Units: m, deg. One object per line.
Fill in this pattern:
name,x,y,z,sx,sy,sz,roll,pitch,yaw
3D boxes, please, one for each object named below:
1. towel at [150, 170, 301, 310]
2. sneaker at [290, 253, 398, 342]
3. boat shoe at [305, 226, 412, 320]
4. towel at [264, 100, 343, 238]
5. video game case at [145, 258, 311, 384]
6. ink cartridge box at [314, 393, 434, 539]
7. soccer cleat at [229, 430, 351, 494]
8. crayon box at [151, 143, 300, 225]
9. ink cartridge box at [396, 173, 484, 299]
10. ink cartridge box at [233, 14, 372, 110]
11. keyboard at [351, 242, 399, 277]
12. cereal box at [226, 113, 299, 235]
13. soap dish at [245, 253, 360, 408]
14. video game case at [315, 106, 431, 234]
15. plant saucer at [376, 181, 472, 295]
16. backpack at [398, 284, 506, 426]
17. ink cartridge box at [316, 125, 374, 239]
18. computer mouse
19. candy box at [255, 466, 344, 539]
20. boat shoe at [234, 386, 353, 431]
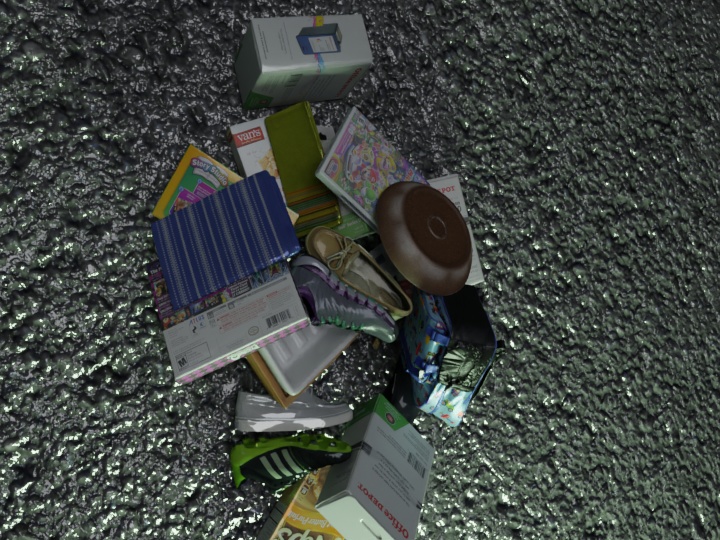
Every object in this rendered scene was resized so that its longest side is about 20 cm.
towel,-0.192,-0.047,0.837,0.195,0.024,0.148,-24,66,-3
sneaker,-0.036,0.067,0.888,0.197,0.074,0.089,35,64,-6
boat shoe,-0.001,0.002,0.920,0.200,0.063,0.074,45,68,-7
towel,-0.094,-0.161,0.950,0.083,0.018,0.207,-16,90,13
video game case,-0.188,0.033,0.828,0.195,0.036,0.185,-24,66,-4
ink cartridge box,0.028,0.324,0.923,0.146,0.083,0.201,47,33,-11
soccer cleat,-0.105,0.293,0.895,0.193,0.067,0.084,-5,91,13
crayon box,-0.204,-0.087,0.906,0.197,0.058,0.121,32,90,-10
ink cartridge box,0.128,-0.058,1.071,0.142,0.084,0.207,-14,87,-25
ink cartridge box,-0.096,-0.342,0.969,0.194,0.145,0.091,-12,86,-24
keyboard,0.035,-0.010,0.976,0.198,0.011,0.057,-37,94,-23
cereal box,-0.126,-0.158,0.990,0.141,0.039,0.206,-22,93,-25
soap dish,-0.103,0.089,0.923,0.199,0.080,0.160,-40,101,-41
video game case,0.028,-0.145,0.955,0.199,0.018,0.146,40,58,-24
plant saucer,0.114,-0.062,0.938,0.196,0.036,0.207,19,56,-29
backpack,0.131,0.139,0.959,0.130,0.184,0.205,11,119,-10
ink cartridge box,-0.018,-0.159,0.998,0.116,0.066,0.207,-20,93,-62
computer mouse,0.071,0.177,1.035,0.139,0.046,0.204,35,71,-18
candy box,-0.083,0.403,0.930,0.115,0.055,0.203,39,69,-17
boat shoe,-0.104,0.216,0.943,0.193,0.072,0.071,1,82,-15
